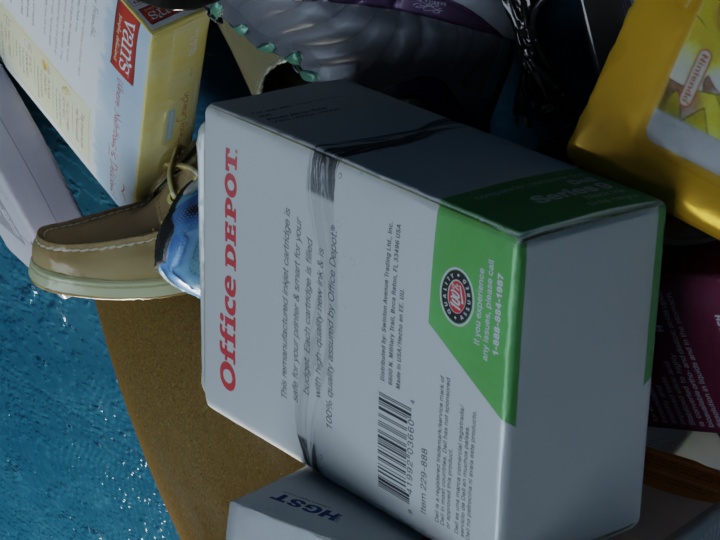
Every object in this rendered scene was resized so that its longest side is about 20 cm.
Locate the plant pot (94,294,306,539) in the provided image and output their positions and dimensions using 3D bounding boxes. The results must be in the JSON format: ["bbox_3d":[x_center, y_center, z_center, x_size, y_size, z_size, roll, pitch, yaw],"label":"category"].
[{"bbox_3d":[-0.054,0.057,1.197,0.200,0.186,0.186,51,147,16],"label":"plant pot"}]

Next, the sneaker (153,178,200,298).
[{"bbox_3d":[0.000,0.000,1.065,0.090,0.199,0.079,-130,52,-63],"label":"sneaker"}]

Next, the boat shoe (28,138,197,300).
[{"bbox_3d":[-0.071,-0.034,1.120,0.074,0.199,0.067,-128,30,-63],"label":"boat shoe"}]

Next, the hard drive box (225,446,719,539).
[{"bbox_3d":[0.058,0.129,0.960,0.156,0.200,0.077,17,110,28],"label":"hard drive box"}]

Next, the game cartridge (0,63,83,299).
[{"bbox_3d":[-0.216,-0.082,1.280,0.133,0.040,0.200,41,160,56],"label":"game cartridge"}]

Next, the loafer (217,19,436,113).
[{"bbox_3d":[-0.033,-0.118,1.072,0.200,0.067,0.076,41,145,5],"label":"loafer"}]

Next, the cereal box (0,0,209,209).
[{"bbox_3d":[-0.153,-0.140,1.153,0.200,0.039,0.144,49,149,25],"label":"cereal box"}]

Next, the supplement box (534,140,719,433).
[{"bbox_3d":[0.141,0.004,0.980,0.200,0.110,0.086,2,127,44],"label":"supplement box"}]

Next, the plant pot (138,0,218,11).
[{"bbox_3d":[-0.075,-0.215,0.867,0.199,0.200,0.178,22,123,30],"label":"plant pot"}]

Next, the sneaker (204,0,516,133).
[{"bbox_3d":[-0.027,-0.109,1.004,0.199,0.074,0.088,14,105,8],"label":"sneaker"}]

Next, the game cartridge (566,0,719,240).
[{"bbox_3d":[0.198,-0.075,0.831,0.200,0.032,0.177,30,108,22],"label":"game cartridge"}]

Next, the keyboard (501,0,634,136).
[{"bbox_3d":[0.105,-0.121,0.924,0.127,0.021,0.201,-5,104,40],"label":"keyboard"}]

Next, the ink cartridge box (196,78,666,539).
[{"bbox_3d":[0.023,0.016,0.922,0.200,0.084,0.146,27,123,45],"label":"ink cartridge box"}]

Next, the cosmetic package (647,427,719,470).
[{"bbox_3d":[0.107,0.135,1.175,0.051,0.083,0.200,51,146,-12],"label":"cosmetic package"}]
